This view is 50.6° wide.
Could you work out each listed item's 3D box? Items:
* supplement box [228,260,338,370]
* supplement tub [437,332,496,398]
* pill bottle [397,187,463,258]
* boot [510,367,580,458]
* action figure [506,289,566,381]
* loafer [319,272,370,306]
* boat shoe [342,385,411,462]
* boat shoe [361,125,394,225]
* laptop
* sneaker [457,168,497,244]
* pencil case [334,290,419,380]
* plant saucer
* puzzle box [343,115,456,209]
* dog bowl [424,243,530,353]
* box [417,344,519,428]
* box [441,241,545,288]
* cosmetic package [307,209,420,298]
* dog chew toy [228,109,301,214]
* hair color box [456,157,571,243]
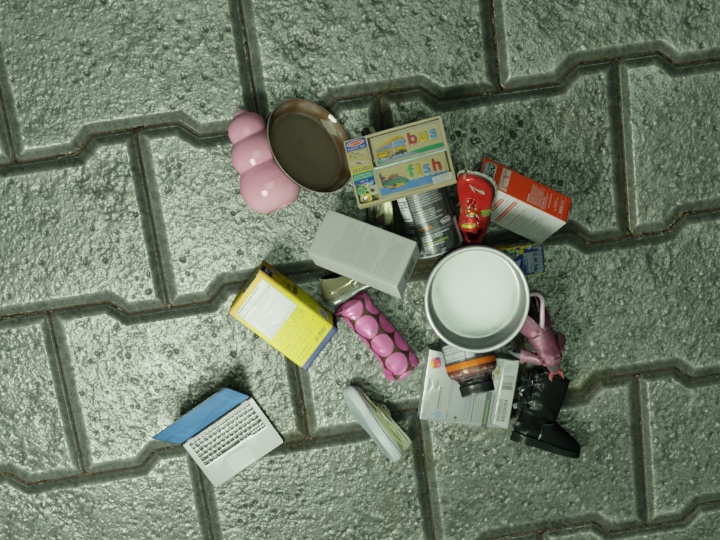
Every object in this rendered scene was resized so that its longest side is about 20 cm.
[{"bbox_3d":[-0.155,0.090,1.554,0.199,0.110,0.109,38,97,-10],"label":"supplement box"},{"bbox_3d":[0.216,0.154,1.560,0.105,0.107,0.203,-13,81,0],"label":"supplement tub"},{"bbox_3d":[0.129,-0.136,1.527,0.105,0.106,0.203,-19,101,1],"label":"pill bottle"},{"bbox_3d":[0.416,0.308,1.649,0.196,0.073,0.165,19,85,-23],"label":"boot"},{"bbox_3d":[0.379,0.132,1.572,0.133,0.149,0.202,-26,88,-14],"label":"action figure"},{"bbox_3d":[0.000,0.000,1.562,0.198,0.075,0.070,-31,106,3],"label":"loafer"},{"bbox_3d":[0.035,0.319,1.639,0.062,0.072,0.201,-40,105,-20],"label":"boat shoe"},{"bbox_3d":[0.023,-0.185,1.529,0.064,0.073,0.203,-13,102,-6],"label":"boat shoe"},{"bbox_3d":[-0.292,0.354,1.594,0.186,0.116,0.201,-33,101,4],"label":"laptop"},{"bbox_3d":[0.221,-0.115,1.466,0.076,0.201,0.086,10,62,20],"label":"sneaker"},{"bbox_3d":[0.033,0.137,1.588,0.201,0.093,0.091,53,50,-10],"label":"pencil case"},{"bbox_3d":[-0.101,-0.237,1.479,0.201,0.201,0.032,49,139,-11],"label":"plant saucer"},{"bbox_3d":[0.076,-0.208,1.464,0.197,0.025,0.135,-15,82,8],"label":"puzzle box"},{"bbox_3d":[0.220,0.050,1.457,0.196,0.079,0.204,1,98,5],"label":"dog bowl"},{"bbox_3d":[0.231,0.252,1.643,0.196,0.041,0.159,6,100,-6],"label":"box"},{"bbox_3d":[0.269,-0.013,1.547,0.197,0.070,0.065,-8,97,-12],"label":"box"},{"bbox_3d":[0.008,-0.033,1.505,0.198,0.071,0.103,22,75,18],"label":"cosmetic package"},{"bbox_3d":[-0.195,-0.216,1.490,0.123,0.125,0.203,-23,94,2],"label":"dog chew toy"},{"bbox_3d":[0.306,-0.138,1.530,0.197,0.111,0.065,23,64,-8],"label":"hair color box"}]
